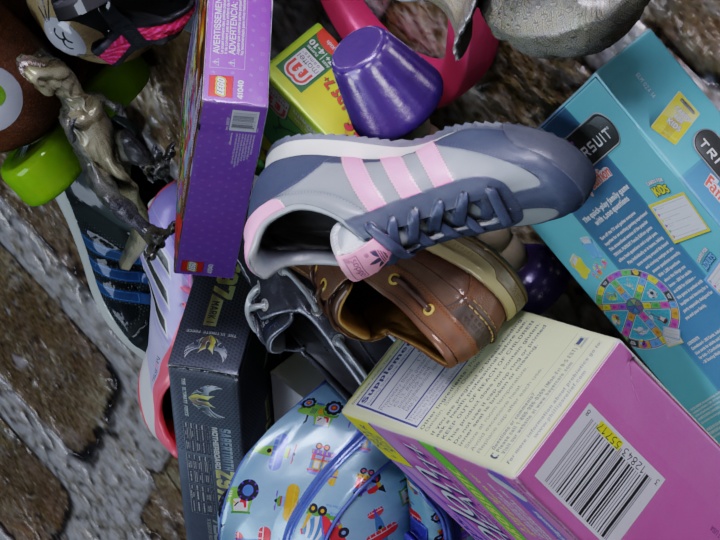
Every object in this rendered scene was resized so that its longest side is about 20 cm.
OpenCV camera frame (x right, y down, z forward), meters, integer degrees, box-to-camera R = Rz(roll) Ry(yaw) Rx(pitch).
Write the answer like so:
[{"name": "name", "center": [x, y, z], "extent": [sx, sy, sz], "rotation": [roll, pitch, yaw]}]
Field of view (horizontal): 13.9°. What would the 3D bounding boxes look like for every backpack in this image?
[{"name": "backpack", "center": [0.012, 0.143, 1.815], "extent": [0.134, 0.200, 0.183], "rotation": [33, 147, 31]}]

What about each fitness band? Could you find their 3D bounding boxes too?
[{"name": "fitness band", "center": [0.017, -0.174, 1.608], "extent": [0.143, 0.037, 0.200], "rotation": [35, 149, 23]}]

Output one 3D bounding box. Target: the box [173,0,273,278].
[{"name": "box", "center": [-0.078, -0.102, 1.669], "extent": [0.039, 0.137, 0.200], "rotation": [5, 151, -6]}]

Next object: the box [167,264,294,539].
[{"name": "box", "center": [-0.078, 0.067, 1.907], "extent": [0.051, 0.158, 0.200], "rotation": [8, 139, 9]}]

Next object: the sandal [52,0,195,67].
[{"name": "sandal", "center": [-0.122, -0.141, 1.652], "extent": [0.200, 0.075, 0.045], "rotation": [3, -115, -85]}]

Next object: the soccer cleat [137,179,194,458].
[{"name": "soccer cleat", "center": [-0.114, 0.033, 1.965], "extent": [0.077, 0.066, 0.201], "rotation": [-120, 31, -50]}]

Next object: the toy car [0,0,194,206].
[{"name": "toy car", "center": [-0.176, -0.156, 1.812], "extent": [0.200, 0.158, 0.164], "rotation": [-16, 123, 48]}]

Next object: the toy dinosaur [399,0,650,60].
[{"name": "toy dinosaur", "center": [0.105, -0.133, 1.450], "extent": [0.200, 0.102, 0.077], "rotation": [19, 139, 47]}]

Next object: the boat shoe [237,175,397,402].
[{"name": "boat shoe", "center": [-0.037, 0.018, 1.759], "extent": [0.200, 0.068, 0.072], "rotation": [43, 160, 15]}]

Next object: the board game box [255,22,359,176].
[{"name": "board game box", "center": [-0.020, -0.057, 1.758], "extent": [0.102, 0.048, 0.200], "rotation": [46, 160, 10]}]

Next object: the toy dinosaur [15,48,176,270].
[{"name": "toy dinosaur", "center": [-0.146, -0.057, 1.792], "extent": [0.088, 0.047, 0.200], "rotation": [34, 155, 41]}]

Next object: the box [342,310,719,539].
[{"name": "box", "center": [0.117, 0.112, 1.654], "extent": [0.176, 0.097, 0.200], "rotation": [44, 167, -27]}]

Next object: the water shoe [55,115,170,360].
[{"name": "water shoe", "center": [-0.148, -0.014, 2.005], "extent": [0.079, 0.071, 0.200], "rotation": [-2, 122, 54]}]

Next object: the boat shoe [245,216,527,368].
[{"name": "boat shoe", "center": [0.000, 0.000, 1.655], "extent": [0.200, 0.068, 0.072], "rotation": [21, 156, 41]}]

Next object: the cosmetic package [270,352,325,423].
[{"name": "cosmetic package", "center": [-0.012, 0.119, 1.950], "extent": [0.051, 0.082, 0.200], "rotation": [34, 147, 28]}]

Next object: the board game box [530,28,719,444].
[{"name": "board game box", "center": [0.172, -0.012, 1.554], "extent": [0.200, 0.047, 0.151], "rotation": [51, 153, 1]}]

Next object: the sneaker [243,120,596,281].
[{"name": "sneaker", "center": [0.028, -0.027, 1.558], "extent": [0.199, 0.082, 0.070], "rotation": [-4, 137, 32]}]

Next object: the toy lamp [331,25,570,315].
[{"name": "toy lamp", "center": [0.048, -0.055, 1.632], "extent": [0.058, 0.058, 0.200], "rotation": [17, 152, 47]}]
